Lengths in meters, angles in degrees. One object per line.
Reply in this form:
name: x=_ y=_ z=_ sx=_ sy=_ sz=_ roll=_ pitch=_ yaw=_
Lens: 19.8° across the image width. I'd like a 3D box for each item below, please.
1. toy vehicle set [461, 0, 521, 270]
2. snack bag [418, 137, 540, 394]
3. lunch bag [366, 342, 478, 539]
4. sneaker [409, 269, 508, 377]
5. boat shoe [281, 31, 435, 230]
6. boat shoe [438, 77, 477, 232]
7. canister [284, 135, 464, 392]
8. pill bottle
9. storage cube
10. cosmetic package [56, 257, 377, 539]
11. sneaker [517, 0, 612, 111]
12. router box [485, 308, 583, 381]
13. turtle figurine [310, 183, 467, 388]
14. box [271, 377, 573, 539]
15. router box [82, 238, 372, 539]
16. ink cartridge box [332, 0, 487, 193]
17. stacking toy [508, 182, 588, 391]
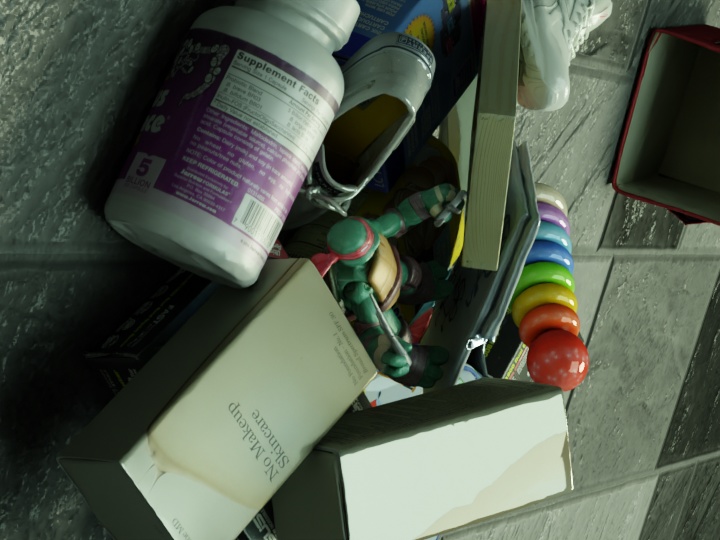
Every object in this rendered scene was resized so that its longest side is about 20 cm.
toy vehicle set: x=0.096 y=-0.106 z=1.509 sx=0.200 sy=0.026 sz=0.125 roll=-81 pitch=177 yaw=-57
snack bag: x=0.089 y=0.014 z=1.570 sx=0.189 sy=0.021 sz=0.201 roll=-90 pitch=-159 yaw=-70
lunch bag: x=0.011 y=0.150 z=1.718 sx=0.160 sy=0.075 sz=0.201 roll=1 pitch=108 yaw=-37
sneaker: x=0.069 y=0.102 z=1.802 sx=0.079 sy=0.095 sz=0.201 roll=7 pitch=102 yaw=-64
boat shoe: x=-0.020 y=-0.073 z=1.417 sx=0.202 sy=0.074 sz=0.086 roll=-40 pitch=-155 yaw=40
boat shoe: x=0.091 y=-0.122 z=1.711 sx=0.071 sy=0.070 sz=0.202 roll=158 pitch=-62 yaw=-66
canister: x=0.000 y=0.000 z=1.603 sx=0.200 sy=0.086 sz=0.149 roll=-53 pitch=150 yaw=-34
pill bottle: x=-0.078 y=-0.100 z=1.342 sx=0.201 sy=0.112 sz=0.112 roll=-65 pitch=154 yaw=-10
storage cube: x=0.388 y=-0.149 z=2.166 sx=0.180 sy=0.170 sz=0.201 roll=-17 pitch=123 yaw=-61
cosmetic package: x=-0.089 y=0.092 z=1.332 sx=0.200 sy=0.073 sz=0.104 roll=-49 pitch=119 yaw=-33
sneaker: x=0.156 y=-0.203 z=1.641 sx=0.078 sy=0.099 sz=0.201 roll=101 pitch=-13 yaw=-46
router box: x=0.129 y=0.108 z=1.946 sx=0.201 sy=0.062 sz=0.150 roll=-61 pitch=154 yaw=-16
turtle figurine: x=0.021 y=0.004 z=1.448 sx=0.200 sy=0.100 sz=0.150 roll=59 pitch=51 yaw=-65
box: x=0.041 y=0.133 z=1.421 sx=0.199 sy=0.095 sz=0.078 roll=-12 pitch=100 yaw=-34
router box: x=-0.081 y=0.089 z=1.432 sx=0.150 sy=0.062 sz=0.201 roll=-47 pitch=118 yaw=-34
ink cartridge box: x=0.018 y=-0.157 z=1.535 sx=0.200 sy=0.076 sz=0.137 roll=-52 pitch=150 yaw=-29
stacking toy: x=0.161 y=0.021 z=1.819 sx=0.086 sy=0.085 sz=0.201 roll=74 pitch=2 yaw=-52
